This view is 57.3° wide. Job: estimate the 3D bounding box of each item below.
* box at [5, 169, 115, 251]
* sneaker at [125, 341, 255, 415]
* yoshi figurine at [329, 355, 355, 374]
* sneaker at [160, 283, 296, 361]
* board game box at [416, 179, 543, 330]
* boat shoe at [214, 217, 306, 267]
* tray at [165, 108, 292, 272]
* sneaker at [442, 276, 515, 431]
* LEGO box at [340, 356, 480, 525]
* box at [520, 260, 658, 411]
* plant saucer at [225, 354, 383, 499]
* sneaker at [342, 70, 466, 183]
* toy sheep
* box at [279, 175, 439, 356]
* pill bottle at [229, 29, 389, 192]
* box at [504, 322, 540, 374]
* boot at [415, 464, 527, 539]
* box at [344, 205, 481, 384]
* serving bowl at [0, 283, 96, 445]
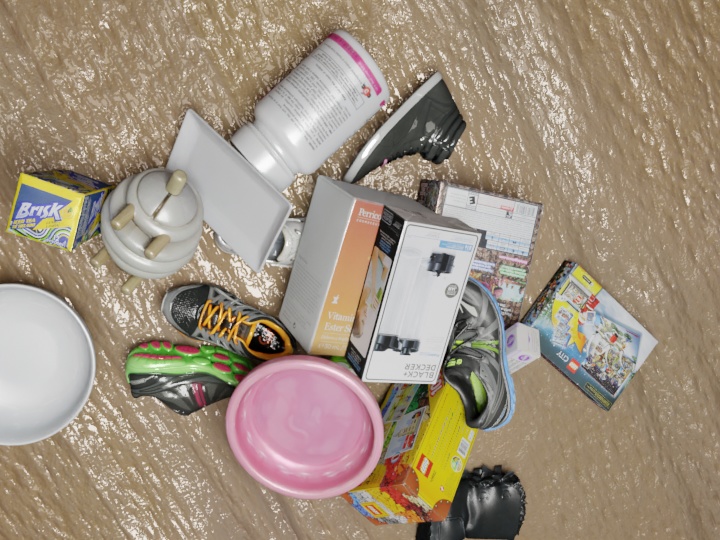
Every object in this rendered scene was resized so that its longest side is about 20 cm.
[{"bbox_3d":[-0.341,-0.075,0.767,0.068,0.200,0.066,18,95,-14],"label":"box"},{"bbox_3d":[-0.221,0.153,0.902,0.194,0.077,0.086,13,113,-10],"label":"sneaker"},{"bbox_3d":[-0.074,0.196,0.885,0.200,0.112,0.113,-45,70,9],"label":"yoshi figurine"},{"bbox_3d":[-0.170,0.072,0.885,0.195,0.077,0.081,21,86,-15],"label":"sneaker"},{"bbox_3d":[0.150,-0.012,0.935,0.154,0.097,0.207,10,96,-13],"label":"board game box"},{"bbox_3d":[-0.100,-0.035,0.892,0.193,0.069,0.073,2,99,-12],"label":"boat shoe"},{"bbox_3d":[-0.168,-0.102,0.834,0.199,0.022,0.109,43,118,18],"label":"tray"},{"bbox_3d":[0.141,0.102,0.837,0.081,0.070,0.206,-7,81,-41],"label":"sneaker"},{"bbox_3d":[0.077,0.227,0.883,0.077,0.148,0.202,42,52,-14],"label":"LEGO box"},{"bbox_3d":[0.352,0.102,1.026,0.199,0.038,0.138,39,89,-15],"label":"box"},{"bbox_3d":[-0.067,0.188,0.816,0.193,0.051,0.207,2,115,4],"label":"plant saucer"},{"bbox_3d":[0.068,-0.169,0.907,0.200,0.071,0.099,-45,100,-7],"label":"sneaker"},{"bbox_3d":[-0.256,-0.056,0.811,0.135,0.199,0.142,22,52,-31],"label":"toy sheep"},{"bbox_3d":[0.000,0.000,0.864,0.149,0.106,0.206,8,107,-33],"label":"box"},{"bbox_3d":[-0.066,-0.200,0.853,0.199,0.113,0.114,-43,104,-3],"label":"pill bottle"},{"bbox_3d":[0.174,0.134,0.921,0.038,0.200,0.043,18,56,-18],"label":"box"},{"bbox_3d":[0.168,0.401,1.017,0.157,0.073,0.205,2,97,-16],"label":"boot"},{"bbox_3d":[0.062,0.034,0.808,0.113,0.060,0.206,7,108,-28],"label":"box"},{"bbox_3d":[-0.436,0.113,0.844,0.193,0.066,0.207,-2,99,-11],"label":"serving bowl"}]
